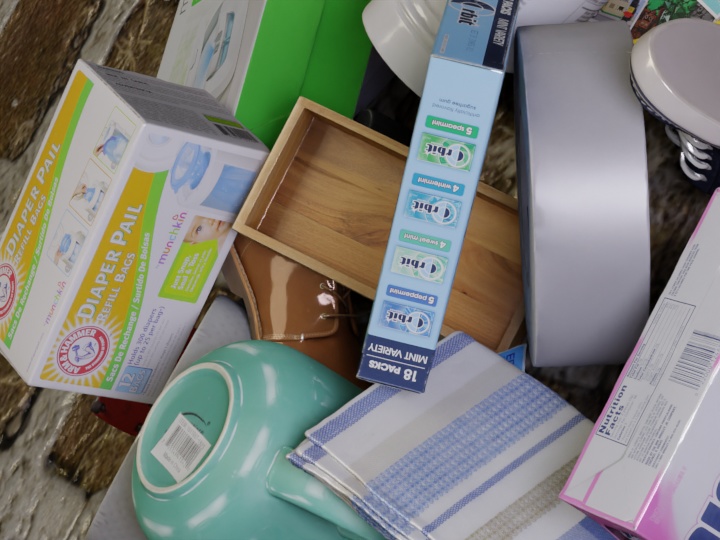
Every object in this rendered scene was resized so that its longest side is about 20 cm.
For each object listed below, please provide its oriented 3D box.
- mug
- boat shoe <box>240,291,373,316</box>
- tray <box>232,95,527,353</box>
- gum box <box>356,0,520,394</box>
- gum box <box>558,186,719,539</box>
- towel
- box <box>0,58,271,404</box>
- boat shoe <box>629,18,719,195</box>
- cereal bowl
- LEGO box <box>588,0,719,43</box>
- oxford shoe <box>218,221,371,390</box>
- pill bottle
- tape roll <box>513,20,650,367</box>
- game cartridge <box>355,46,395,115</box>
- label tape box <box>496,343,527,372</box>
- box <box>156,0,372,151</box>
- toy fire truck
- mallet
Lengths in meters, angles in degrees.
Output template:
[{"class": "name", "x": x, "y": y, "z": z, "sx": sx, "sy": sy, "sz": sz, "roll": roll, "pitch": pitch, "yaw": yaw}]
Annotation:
[{"class": "mug", "x": -0.056, "y": 0.114, "z": 1.367, "sx": 0.185, "sy": 0.114, "sz": 0.152, "roll": -27, "pitch": 44, "yaw": 36}, {"class": "boat shoe", "x": 0.000, "y": 0.000, "z": 1.549, "sx": 0.200, "sy": 0.066, "sz": 0.074, "roll": -6, "pitch": 95, "yaw": 42}, {"class": "tray", "x": 0.028, "y": -0.025, "z": 1.449, "sx": 0.200, "sy": 0.037, "sz": 0.099, "roll": 27, "pitch": 87, "yaw": 16}, {"class": "gum box", "x": 0.047, "y": -0.056, "z": 1.303, "sx": 0.170, "sy": 0.044, "sz": 0.201, "roll": -73, "pitch": -5, "yaw": -64}, {"class": "gum box", "x": 0.199, "y": 0.073, "z": 1.187, "sx": 0.066, "sy": 0.113, "sz": 0.200, "roll": 19, "pitch": 78, "yaw": 55}, {"class": "towel", "x": 0.075, "y": 0.120, "z": 1.264, "sx": 0.147, "sy": 0.024, "sz": 0.200, "roll": -34, "pitch": 53, "yaw": -30}, {"class": "box", "x": -0.163, "y": -0.023, "z": 1.508, "sx": 0.101, "sy": 0.112, "sz": 0.200, "roll": 43, "pitch": 114, "yaw": 45}, {"class": "boat shoe", "x": 0.198, "y": -0.079, "z": 1.251, "sx": 0.093, "sy": 0.200, "sz": 0.075, "roll": -31, "pitch": 59, "yaw": 40}, {"class": "cereal bowl", "x": -0.109, "y": 0.121, "z": 1.541, "sx": 0.201, "sy": 0.083, "sz": 0.200, "roll": -61, "pitch": 0, "yaw": 0}, {"class": "LEGO box", "x": 0.216, "y": -0.175, "z": 1.405, "sx": 0.149, "sy": 0.077, "sz": 0.200, "roll": -54, "pitch": 33, "yaw": 6}, {"class": "oxford shoe", "x": -0.029, "y": 0.034, "z": 1.492, "sx": 0.071, "sy": 0.071, "sz": 0.200, "roll": -39, "pitch": 71, "yaw": 33}, {"class": "pill bottle", "x": 0.102, "y": -0.196, "z": 1.394, "sx": 0.200, "sy": 0.113, "sz": 0.114, "roll": -43, "pitch": 36, "yaw": 21}, {"class": "tape roll", "x": 0.127, "y": -0.044, "z": 1.308, "sx": 0.066, "sy": 0.201, "sz": 0.201, "roll": -3, "pitch": 49, "yaw": 2}, {"class": "game cartridge", "x": -0.006, "y": -0.185, "z": 1.741, "sx": 0.200, "sy": 0.040, "sz": 0.133, "roll": -51, "pitch": 30, "yaw": 11}, {"class": "label tape box", "x": 0.041, "y": 0.149, "z": 1.376, "sx": 0.200, "sy": 0.066, "sz": 0.144, "roll": -28, "pitch": 43, "yaw": 33}, {"class": "box", "x": -0.074, "y": -0.145, "z": 1.651, "sx": 0.176, "sy": 0.096, "sz": 0.201, "roll": -18, "pitch": 52, "yaw": 57}, {"class": "toy fire truck", "x": -0.138, "y": 0.034, "z": 1.650, "sx": 0.141, "sy": 0.049, "sz": 0.200, "roll": -63, "pitch": 2, "yaw": -24}, {"class": "mallet", "x": -0.017, "y": -0.032, "z": 1.634, "sx": 0.200, "sy": 0.066, "sz": 0.041, "roll": -55, "pitch": 25, "yaw": 32}]
